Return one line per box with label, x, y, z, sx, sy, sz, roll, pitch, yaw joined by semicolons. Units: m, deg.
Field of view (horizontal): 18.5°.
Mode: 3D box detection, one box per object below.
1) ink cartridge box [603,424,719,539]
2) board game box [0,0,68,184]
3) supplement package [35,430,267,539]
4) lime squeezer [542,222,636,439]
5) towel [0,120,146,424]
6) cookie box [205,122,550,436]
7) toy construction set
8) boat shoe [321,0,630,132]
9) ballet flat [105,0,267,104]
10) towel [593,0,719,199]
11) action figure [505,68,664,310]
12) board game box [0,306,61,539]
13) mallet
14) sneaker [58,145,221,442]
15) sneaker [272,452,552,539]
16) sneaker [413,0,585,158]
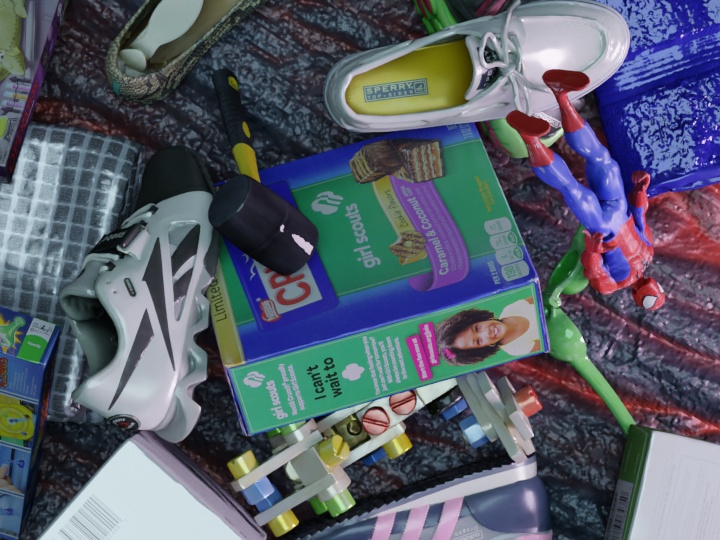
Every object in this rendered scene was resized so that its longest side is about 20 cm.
ink cartridge box;0.266;0.175;1.462;0.200;0.059;0.104;13;88;-7
board game box;-0.259;-0.157;1.440;0.120;0.032;0.200;9;63;6
supplement package;-0.134;0.175;1.388;0.110;0.200;0.114;42;87;0
lime squeezer;0.154;0.018;1.480;0.071;0.038;0.200;-2;87;-1
towel;-0.236;-0.003;1.450;0.166;0.086;0.200;10;88;0
cookie box;0.000;0.000;1.413;0.200;0.075;0.171;-17;45;-2
toy construction set;0.017;0.099;1.425;0.200;0.131;0.092;-17;91;6
boat shoe;0.078;-0.129;1.394;0.202;0.086;0.075;-10;97;-6
ballet flat;-0.095;-0.192;1.463;0.068;0.075;0.200;41;88;1
towel;0.218;-0.157;1.474;0.148;0.050;0.200;-18;88;-8
action figure;0.156;-0.040;1.419;0.052;0.200;0.065;20;63;39
board game box;-0.267;0.087;1.401;0.135;0.200;0.034;18;49;-1
mallet;-0.080;-0.076;1.407;0.041;0.200;0.066;-42;130;17
sneaker;-0.139;0.002;1.368;0.088;0.074;0.200;17;55;-26
sneaker;0.031;0.185;1.457;0.200;0.070;0.082;-18;93;3
sneaker;0.086;-0.175;1.472;0.084;0.077;0.200;-27;99;-7
